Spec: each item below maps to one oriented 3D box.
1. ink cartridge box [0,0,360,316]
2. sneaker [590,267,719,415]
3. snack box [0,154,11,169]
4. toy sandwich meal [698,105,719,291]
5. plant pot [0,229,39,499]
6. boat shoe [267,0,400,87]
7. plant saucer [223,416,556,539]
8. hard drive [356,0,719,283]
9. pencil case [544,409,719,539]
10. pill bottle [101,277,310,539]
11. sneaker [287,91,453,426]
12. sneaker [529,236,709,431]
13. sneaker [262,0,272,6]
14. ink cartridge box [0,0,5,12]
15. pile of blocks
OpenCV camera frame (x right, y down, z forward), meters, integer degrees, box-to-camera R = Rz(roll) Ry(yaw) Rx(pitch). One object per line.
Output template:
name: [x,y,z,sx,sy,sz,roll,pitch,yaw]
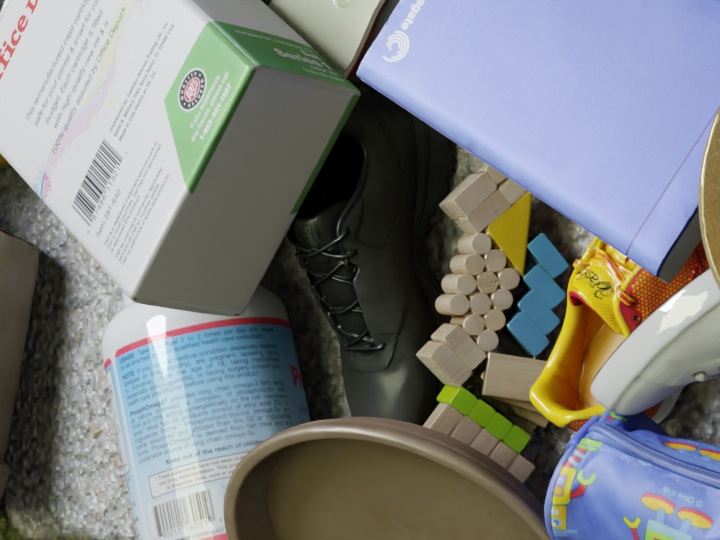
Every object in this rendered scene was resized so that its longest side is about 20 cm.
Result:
ink cartridge box: [-0.112,-0.092,1.413,0.200,0.084,0.145,45,114,39]
sneaker: [0.199,0.025,1.216,0.200,0.073,0.085,-36,81,20]
snack box: [-0.318,-0.091,1.659,0.199,0.168,0.068,-6,86,42]
toy sandwich meal: [0.244,-0.026,1.141,0.204,0.070,0.206,0,89,3]
plant pot: [-0.285,0.042,1.633,0.200,0.200,0.174,22,87,41]
boat shoe: [0.006,-0.148,1.427,0.071,0.062,0.200,53,122,28]
plant saucer: [0.025,0.146,1.354,0.199,0.030,0.201,15,136,15]
hard drive: [0.107,-0.101,1.281,0.200,0.025,0.132,36,95,30]
pencil case: [0.183,0.121,1.230,0.199,0.078,0.087,17,136,35]
pill bottle: [-0.084,0.075,1.476,0.109,0.109,0.201,-23,74,41]
sneaker: [0.000,0.000,1.412,0.076,0.091,0.201,-8,85,41]
sneaker: [0.145,-0.006,1.285,0.073,0.077,0.201,31,108,41]
sneaker: [-0.113,-0.106,1.531,0.085,0.074,0.201,34,112,39]
ink cartridge box: [-0.190,-0.188,1.520,0.145,0.200,0.084,-47,56,32]
pile of blocks: [0.069,0.036,1.378,0.062,0.082,0.201,180,102,-83]
